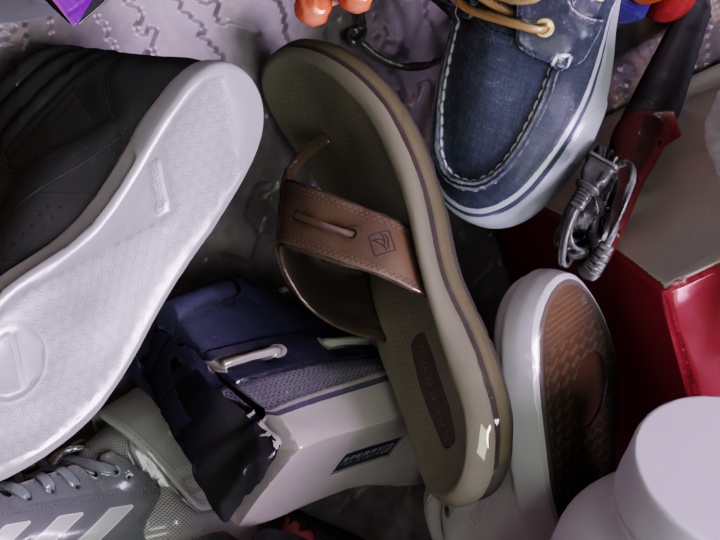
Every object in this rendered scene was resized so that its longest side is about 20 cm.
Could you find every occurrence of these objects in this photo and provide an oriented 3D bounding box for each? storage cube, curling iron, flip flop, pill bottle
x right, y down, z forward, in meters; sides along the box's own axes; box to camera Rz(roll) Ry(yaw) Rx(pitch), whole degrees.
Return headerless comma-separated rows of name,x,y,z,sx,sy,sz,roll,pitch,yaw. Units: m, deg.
storage cube,0.182,0.024,1.239,0.199,0.171,0.181,-26,115,-14
curling iron,0.116,-0.060,1.187,0.025,0.200,0.050,23,127,8
flip flop,0.000,0.000,1.147,0.057,0.081,0.201,-13,72,-21
pill bottle,0.114,0.149,1.126,0.112,0.113,0.201,-1,132,-24

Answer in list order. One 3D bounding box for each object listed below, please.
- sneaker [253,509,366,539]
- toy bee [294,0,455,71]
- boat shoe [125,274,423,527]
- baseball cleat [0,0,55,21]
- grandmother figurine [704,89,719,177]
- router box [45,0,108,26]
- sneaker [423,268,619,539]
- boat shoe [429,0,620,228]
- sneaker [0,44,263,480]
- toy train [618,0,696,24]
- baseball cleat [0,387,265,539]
sneaker,-0.018,0.153,1.180,0.073,0.200,0.087,22,91,4
toy bee,-0.007,-0.147,1.114,0.131,0.109,0.200,-36,112,24
boat shoe,-0.009,0.039,1.214,0.200,0.093,0.075,-8,143,-53
baseball cleat,-0.089,-0.130,1.039,0.199,0.107,0.070,-25,110,28
grandmother figurine,0.195,0.003,1.113,0.200,0.060,0.122,50,56,-24
router box,-0.085,-0.179,0.985,0.149,0.200,0.051,-40,125,-2
sneaker,0.057,0.080,1.188,0.073,0.084,0.201,-52,146,-41
boat shoe,0.059,-0.115,1.113,0.091,0.071,0.201,7,105,-59
sneaker,-0.128,-0.005,1.119,0.200,0.099,0.071,-54,134,-17
toy train,0.121,-0.125,1.171,0.084,0.116,0.201,28,82,-29
baseball cleat,-0.129,0.091,1.190,0.199,0.070,0.107,17,90,-35
